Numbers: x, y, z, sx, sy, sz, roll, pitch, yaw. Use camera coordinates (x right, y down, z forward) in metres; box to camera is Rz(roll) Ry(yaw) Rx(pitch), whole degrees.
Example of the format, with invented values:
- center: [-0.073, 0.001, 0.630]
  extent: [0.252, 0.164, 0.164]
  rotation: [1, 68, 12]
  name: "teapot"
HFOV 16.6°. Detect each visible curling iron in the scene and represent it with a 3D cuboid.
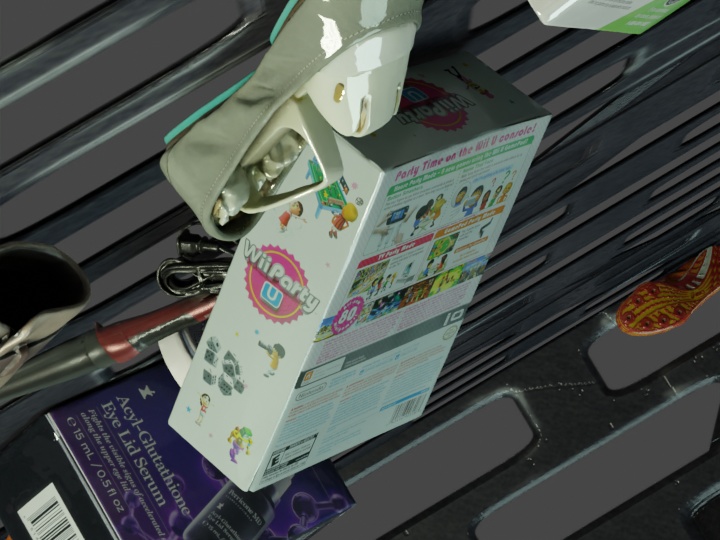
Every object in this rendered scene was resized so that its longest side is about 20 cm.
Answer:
- center: [-0.135, 0.030, 1.305]
  extent: [0.199, 0.050, 0.026]
  rotation: [-28, -163, 28]
  name: "curling iron"

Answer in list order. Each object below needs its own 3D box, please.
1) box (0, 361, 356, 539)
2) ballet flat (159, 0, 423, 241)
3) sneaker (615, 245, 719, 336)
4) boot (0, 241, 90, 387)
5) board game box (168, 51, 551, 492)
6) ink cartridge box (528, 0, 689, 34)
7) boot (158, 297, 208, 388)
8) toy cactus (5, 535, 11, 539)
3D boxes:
- center: [-0.127, 0.146, 1.645]
  extent: [0.200, 0.148, 0.104]
  rotation: [-24, 169, -45]
  name: "box"
- center: [-0.015, -0.073, 1.019]
  extent: [0.067, 0.064, 0.200]
  rotation: [-24, 169, -40]
  name: "ballet flat"
- center: [0.407, 0.039, 3.211]
  extent: [0.199, 0.073, 0.077]
  rotation: [-26, 167, -31]
  name: "sneaker"
- center: [-0.179, 0.041, 1.103]
  extent: [0.146, 0.070, 0.200]
  rotation: [-36, 171, 20]
  name: "boot"
- center: [0.000, 0.000, 1.246]
  extent: [0.147, 0.064, 0.201]
  rotation: [-21, 142, -50]
  name: "board game box"
- center: [0.145, -0.177, 0.908]
  extent: [0.200, 0.084, 0.145]
  rotation: [-34, 171, 19]
  name: "ink cartridge box"
- center: [-0.047, 0.012, 1.369]
  extent: [0.090, 0.073, 0.200]
  rotation: [-40, -172, 18]
  name: "boot"
- center: [-0.280, 0.264, 2.051]
  extent: [0.200, 0.102, 0.165]
  rotation: [-43, 179, 17]
  name: "toy cactus"
